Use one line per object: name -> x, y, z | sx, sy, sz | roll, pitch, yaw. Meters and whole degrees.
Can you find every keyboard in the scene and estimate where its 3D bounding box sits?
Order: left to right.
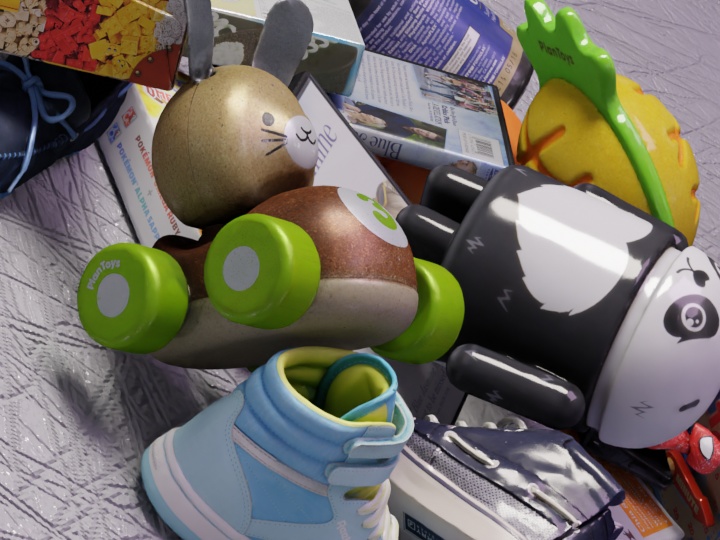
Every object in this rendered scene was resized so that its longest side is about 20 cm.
keyboard -> 0.130, 0.055, 1.738 | 0.104, 0.040, 0.200 | 34, 26, -27

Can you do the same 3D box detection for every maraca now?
maraca -> 0.145, -0.074, 1.744 | 0.137, 0.107, 0.201 | 26, -39, 61

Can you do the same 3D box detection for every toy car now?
toy car -> -0.048, -0.054, 1.466 | 0.164, 0.157, 0.201 | 15, 68, -55

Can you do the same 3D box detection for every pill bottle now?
pill bottle -> 0.016, -0.173, 1.984 | 0.200, 0.112, 0.112 | 39, 23, -19

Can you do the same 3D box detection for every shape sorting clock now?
shape sorting clock -> 0.202, 0.119, 1.754 | 0.039, 0.201, 0.201 | -6, 47, -21

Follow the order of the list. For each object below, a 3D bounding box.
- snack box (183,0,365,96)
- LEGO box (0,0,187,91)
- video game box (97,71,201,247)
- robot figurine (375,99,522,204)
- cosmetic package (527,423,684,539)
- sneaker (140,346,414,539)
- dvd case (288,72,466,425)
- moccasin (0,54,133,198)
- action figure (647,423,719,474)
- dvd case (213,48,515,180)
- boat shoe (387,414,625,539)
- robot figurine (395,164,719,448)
snack box -> -0.101, -0.160, 1.715 | 0.199, 0.037, 0.116 | 13, 20, -11
LEGO box -> -0.163, -0.180, 1.556 | 0.148, 0.078, 0.200 | 13, 21, -7
video game box -> -0.063, -0.032, 1.686 | 0.200, 0.047, 0.183 | 24, 29, -44
robot figurine -> 0.053, -0.048, 1.833 | 0.116, 0.145, 0.200 | 0, 28, 3
cosmetic package -> 0.102, 0.149, 1.640 | 0.102, 0.071, 0.200 | 52, 23, 13
sneaker -> 0.001, 0.116, 1.434 | 0.200, 0.131, 0.080 | 35, 24, -30
dvd case -> 0.000, 0.000, 1.631 | 0.200, 0.017, 0.143 | 51, 38, -19
moccasin -> -0.183, -0.096, 1.542 | 0.080, 0.068, 0.200 | 46, 23, -1
action figure -> 0.162, 0.026, 1.674 | 0.200, 0.099, 0.065 | 52, 25, 5
dvd case -> -0.005, -0.108, 1.745 | 0.199, 0.018, 0.143 | 15, 23, -9
boat shoe -> 0.051, 0.108, 1.522 | 0.093, 0.075, 0.200 | -33, 55, -30
robot figurine -> 0.112, 0.016, 1.580 | 0.199, 0.151, 0.125 | 26, -7, 13
